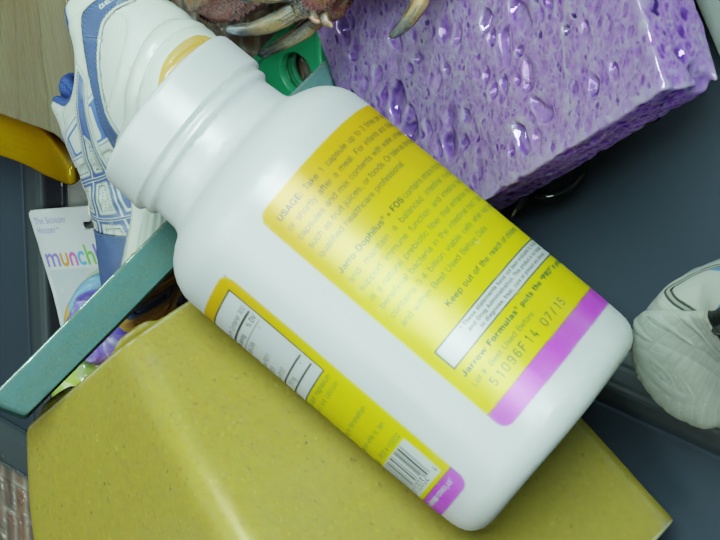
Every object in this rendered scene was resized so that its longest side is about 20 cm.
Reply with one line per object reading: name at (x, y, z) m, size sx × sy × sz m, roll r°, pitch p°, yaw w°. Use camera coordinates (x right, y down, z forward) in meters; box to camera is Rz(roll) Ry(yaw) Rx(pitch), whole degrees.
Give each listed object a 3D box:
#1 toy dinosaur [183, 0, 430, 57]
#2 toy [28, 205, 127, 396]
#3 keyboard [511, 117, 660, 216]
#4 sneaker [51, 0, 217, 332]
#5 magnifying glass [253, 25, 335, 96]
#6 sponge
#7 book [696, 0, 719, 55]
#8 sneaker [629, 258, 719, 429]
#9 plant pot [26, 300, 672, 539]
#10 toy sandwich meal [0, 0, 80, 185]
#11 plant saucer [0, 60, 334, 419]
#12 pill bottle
toy dinosaur at (-0.042, -0.139, 0.890) m, size 0.200 × 0.085 × 0.137 m, roll -27°, pitch 74°, yaw 63°
toy at (-0.129, 0.067, 1.138) m, size 0.115 × 0.047 × 0.201 m, roll -4°, pitch 107°, yaw 44°
keyboard at (0.075, -0.079, 0.880) m, size 0.200 × 0.039 × 0.105 m, roll -40°, pitch 61°, yaw 53°
sneaker at (-0.100, -0.055, 0.992) m, size 0.088 × 0.075 × 0.201 m, roll 42°, pitch 145°, yaw 21°
magnifying glass at (-0.023, -0.098, 0.975) m, size 0.079 × 0.022 × 0.201 m, roll 39°, pitch 134°, yaw 26°
sponge at (0.054, -0.087, 0.842) m, size 0.200 × 0.030 × 0.112 m, roll -32°, pitch 71°, yaw 56°
book at (0.134, -0.151, 0.744) m, size 0.201 × 0.048 × 0.134 m, roll 66°, pitch 167°, yaw -1°
sneaker at (0.159, 0.022, 0.763) m, size 0.072 × 0.072 × 0.200 m, roll 56°, pitch 167°, yaw -9°
plant pot at (-0.030, 0.103, 0.924) m, size 0.201 × 0.194 × 0.195 m, roll 55°, pitch 141°, yaw 0°
toy sandwich meal at (-0.173, -0.126, 1.070) m, size 0.204 × 0.070 × 0.207 m, roll 21°, pitch 123°, yaw 37°
plant saucer at (-0.082, -0.010, 0.919) m, size 0.019 × 0.200 × 0.070 m, roll 44°, pitch 170°, yaw -3°
pill bottle at (0.000, 0.000, 0.828) m, size 0.200 × 0.104 × 0.104 m, roll 40°, pitch 134°, yaw 5°
